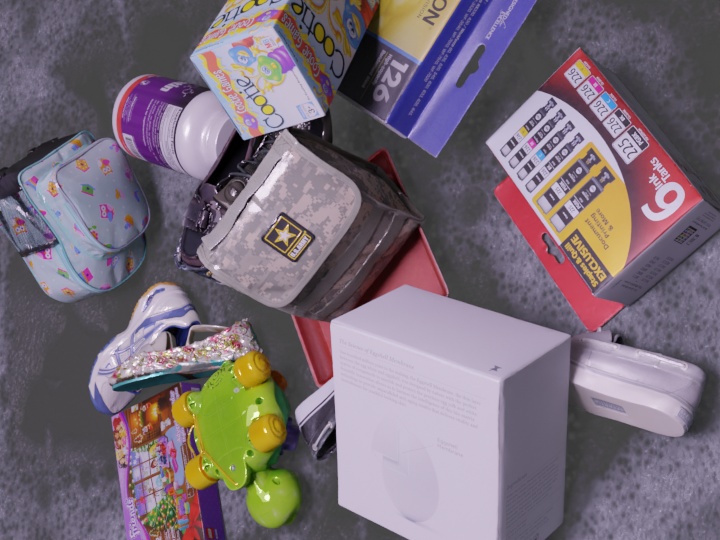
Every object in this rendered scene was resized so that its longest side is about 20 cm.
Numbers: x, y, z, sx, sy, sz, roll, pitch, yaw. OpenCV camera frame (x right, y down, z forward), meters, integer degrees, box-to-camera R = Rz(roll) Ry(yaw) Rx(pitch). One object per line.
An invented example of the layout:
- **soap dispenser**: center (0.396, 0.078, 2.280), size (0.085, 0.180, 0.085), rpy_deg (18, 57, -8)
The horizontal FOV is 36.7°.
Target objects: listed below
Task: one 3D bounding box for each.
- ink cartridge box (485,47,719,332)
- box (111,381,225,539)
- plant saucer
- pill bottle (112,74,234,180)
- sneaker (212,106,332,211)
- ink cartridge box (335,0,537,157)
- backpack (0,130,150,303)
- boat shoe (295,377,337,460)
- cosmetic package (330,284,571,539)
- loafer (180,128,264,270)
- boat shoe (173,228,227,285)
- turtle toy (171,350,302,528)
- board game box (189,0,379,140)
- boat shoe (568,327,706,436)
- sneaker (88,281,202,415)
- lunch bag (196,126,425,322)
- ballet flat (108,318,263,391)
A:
- **ink cartridge box**: center (0.217, -0.072, 1.035), size (0.176, 0.083, 0.201), rpy_deg (-45, 57, 22)
- **box**: center (-0.243, 0.258, 1.352), size (0.136, 0.039, 0.203), rpy_deg (-27, 65, 31)
- **plant saucer**: center (0.000, 0.000, 1.220), size (0.199, 0.036, 0.202), rpy_deg (-37, 59, 27)
- **pill bottle**: center (-0.220, -0.181, 1.383), size (0.198, 0.112, 0.114), rpy_deg (20, 92, 38)
- **sneaker**: center (-0.096, -0.119, 1.193), size (0.076, 0.113, 0.202), rpy_deg (31, 118, 38)
- **ink cartridge box**: center (0.057, -0.252, 1.145), size (0.199, 0.047, 0.199), rpy_deg (37, 97, 37)
- **backpack**: center (-0.366, -0.065, 1.421), size (0.151, 0.176, 0.203), rpy_deg (-9, 114, 27)
- **boat shoe**: center (0.006, 0.133, 1.162), size (0.199, 0.073, 0.069), rpy_deg (-40, 54, 24)
- **cosmetic package**: center (0.083, 0.143, 1.024), size (0.197, 0.122, 0.203), rpy_deg (17, 119, 39)
- **loafer**: center (-0.161, -0.099, 1.260), size (0.071, 0.063, 0.202), rpy_deg (16, 67, 24)
- **boat shoe**: center (-0.140, -0.066, 1.309), size (0.201, 0.090, 0.071), rpy_deg (-52, 55, 17)
- **turtle toy**: center (-0.125, 0.194, 1.234), size (0.145, 0.100, 0.203), rpy_deg (-31, 63, 29)
- **board game box**: center (-0.069, -0.242, 1.084), size (0.102, 0.105, 0.202), rpy_deg (-11, 39, 31)
- **boat shoe**: center (0.226, 0.089, 1.009), size (0.199, 0.072, 0.069), rpy_deg (13, 61, 49)
- **sneaker**: center (-0.277, 0.115, 1.388), size (0.088, 0.075, 0.201), rpy_deg (43, 108, 35)
- **lunch bag**: center (-0.056, -0.045, 1.124), size (0.165, 0.199, 0.118), rpy_deg (-51, 54, 16)
- **ballet flat**: center (-0.212, 0.102, 1.319), size (0.197, 0.076, 0.065), rpy_deg (-10, 73, 8)
